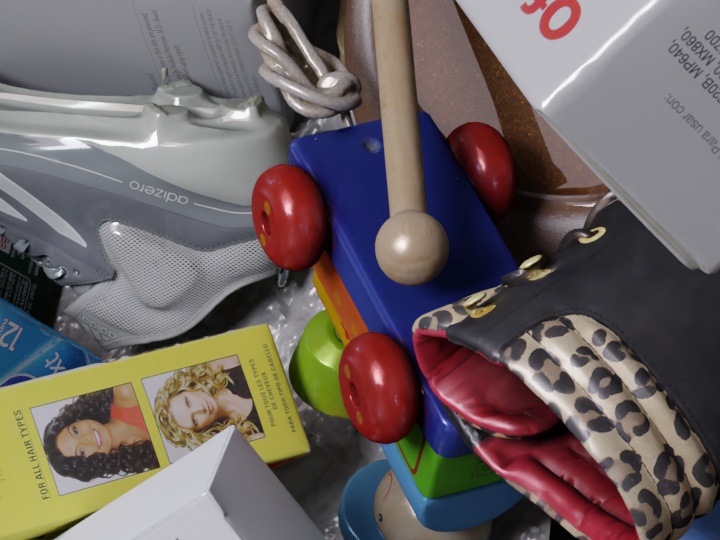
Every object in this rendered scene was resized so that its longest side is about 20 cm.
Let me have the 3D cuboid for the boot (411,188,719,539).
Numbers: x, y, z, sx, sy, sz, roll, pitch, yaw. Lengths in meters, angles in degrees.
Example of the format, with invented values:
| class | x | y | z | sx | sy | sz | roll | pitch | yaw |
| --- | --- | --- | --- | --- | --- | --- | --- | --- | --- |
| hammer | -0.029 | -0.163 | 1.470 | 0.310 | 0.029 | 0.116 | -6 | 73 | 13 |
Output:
| class | x | y | z | sx | sy | sz | roll | pitch | yaw |
| --- | --- | --- | --- | --- | --- | --- | --- | --- | --- |
| boot | 0.078 | -0.015 | 0.774 | 0.150 | 0.073 | 0.200 | -35 | 62 | -19 |

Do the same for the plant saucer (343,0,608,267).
| class | x | y | z | sx | sy | sz | roll | pitch | yaw |
| --- | --- | --- | --- | --- | --- | --- | --- | --- | --- |
| plant saucer | 0.079 | -0.092 | 0.883 | 0.200 | 0.032 | 0.201 | -6 | 77 | 25 |

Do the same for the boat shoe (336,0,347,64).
| class | x | y | z | sx | sy | sz | roll | pitch | yaw |
| --- | --- | --- | --- | --- | --- | --- | --- | --- | --- |
| boat shoe | 0.031 | -0.157 | 0.966 | 0.073 | 0.063 | 0.201 | 15 | 78 | 41 |

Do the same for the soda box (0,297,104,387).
| class | x | y | z | sx | sy | sz | roll | pitch | yaw |
| --- | --- | --- | --- | --- | --- | --- | --- | --- | --- |
| soda box | -0.189 | 0.012 | 0.967 | 0.200 | 0.068 | 0.064 | 26 | 85 | 38 |

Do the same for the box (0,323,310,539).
| class | x | y | z | sx | sy | sz | roll | pitch | yaw |
| --- | --- | --- | --- | --- | --- | --- | --- | --- | --- |
| box | -0.119 | 0.067 | 0.850 | 0.075 | 0.200 | 0.050 | -30 | 77 | 51 |

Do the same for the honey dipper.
| class | x | y | z | sx | sy | sz | roll | pitch | yaw |
| --- | --- | --- | --- | --- | --- | --- | --- | --- | --- |
| honey dipper | 0.012 | -0.079 | 0.842 | 0.038 | 0.038 | 0.200 | -26 | 48 | 25 |

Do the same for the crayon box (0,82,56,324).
| class | x | y | z | sx | sy | sz | roll | pitch | yaw |
| --- | --- | --- | --- | --- | --- | --- | --- | --- | --- |
| crayon box | -0.204 | 0.009 | 1.067 | 0.172 | 0.058 | 0.200 | -2 | 67 | 37 |

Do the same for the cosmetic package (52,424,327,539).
| class | x | y | z | sx | sy | sz | roll | pitch | yaw |
| --- | --- | --- | --- | --- | --- | --- | --- | --- | --- |
| cosmetic package | -0.074 | 0.162 | 0.834 | 0.200 | 0.151 | 0.052 | -33 | 17 | 20 |

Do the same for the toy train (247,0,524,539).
| class | x | y | z | sx | sy | sz | roll | pitch | yaw |
| --- | --- | --- | --- | --- | --- | --- | --- | --- | --- |
| toy train | 0.000 | 0.000 | 0.874 | 0.116 | 0.085 | 0.200 | 104 | 145 | -49 |

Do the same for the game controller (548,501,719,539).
| class | x | y | z | sx | sy | sz | roll | pitch | yaw |
| --- | --- | --- | --- | --- | --- | --- | --- | --- | --- |
| game controller | 0.145 | 0.062 | 0.786 | 0.200 | 0.042 | 0.105 | -13 | 61 | 31 |

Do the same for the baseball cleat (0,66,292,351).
| class | x | y | z | sx | sy | sz | roll | pitch | yaw |
| --- | --- | --- | --- | --- | --- | --- | --- | --- | --- |
| baseball cleat | -0.122 | -0.023 | 0.970 | 0.200 | 0.070 | 0.107 | 5 | 110 | 16 |

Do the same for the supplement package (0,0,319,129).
| class | x | y | z | sx | sy | sz | roll | pitch | yaw |
| --- | --- | --- | --- | --- | --- | --- | --- | --- | --- |
| supplement package | -0.117 | -0.140 | 0.980 | 0.200 | 0.120 | 0.122 | 8 | 71 | 9 |

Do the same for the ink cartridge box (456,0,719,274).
| class | x | y | z | sx | sy | sz | roll | pitch | yaw |
| --- | --- | --- | --- | --- | --- | --- | --- | --- | --- |
| ink cartridge box | 0.114 | -0.119 | 0.693 | 0.200 | 0.084 | 0.144 | -44 | 37 | 11 |
